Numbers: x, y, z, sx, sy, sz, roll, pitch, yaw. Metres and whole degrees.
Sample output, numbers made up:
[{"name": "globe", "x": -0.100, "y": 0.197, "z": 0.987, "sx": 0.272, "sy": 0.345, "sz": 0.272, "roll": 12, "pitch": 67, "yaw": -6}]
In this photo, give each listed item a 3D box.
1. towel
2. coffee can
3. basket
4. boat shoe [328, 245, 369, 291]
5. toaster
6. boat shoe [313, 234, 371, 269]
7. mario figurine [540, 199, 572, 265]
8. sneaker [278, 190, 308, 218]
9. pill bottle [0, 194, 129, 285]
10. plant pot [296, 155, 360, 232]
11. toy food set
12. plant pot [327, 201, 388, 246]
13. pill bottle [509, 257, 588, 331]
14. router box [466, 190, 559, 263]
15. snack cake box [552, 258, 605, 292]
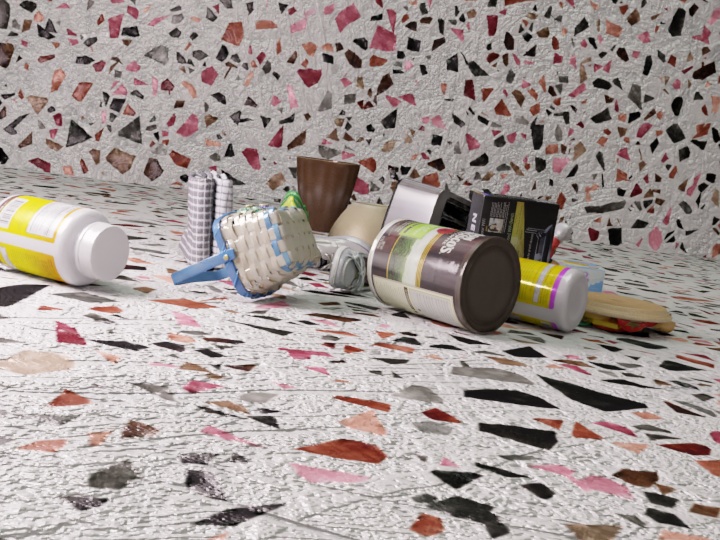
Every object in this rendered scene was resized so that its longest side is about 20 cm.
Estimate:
[{"name": "towel", "x": -0.285, "y": -0.097, "z": 1.741, "sx": 0.084, "sy": 0.168, "sz": 0.200, "roll": 0, "pitch": 9, "yaw": -15}, {"name": "coffee can", "x": 0.128, "y": 0.006, "z": 1.476, "sx": 0.145, "sy": 0.149, "sz": 0.199, "roll": 1, "pitch": 10, "yaw": -44}, {"name": "basket", "x": -0.174, "y": -0.023, "z": 1.466, "sx": 0.198, "sy": 0.141, "sz": 0.176, "roll": -26, "pitch": -4, "yaw": 17}, {"name": "boat shoe", "x": 0.000, "y": 0.002, "z": 1.666, "sx": 0.064, "sy": 0.076, "sz": 0.202, "roll": 12, "pitch": -1, "yaw": 20}, {"name": "toaster", "x": 0.125, "y": -0.070, "z": 1.794, "sx": 0.118, "sy": 0.183, "sz": 0.199, "roll": 17, "pitch": -1, "yaw": 41}, {"name": "boat shoe", "x": -0.074, "y": -0.034, "z": 1.883, "sx": 0.197, "sy": 0.073, "sz": 0.066, "roll": 13, "pitch": 36, "yaw": 1}, {"name": "mario figurine", "x": 0.364, "y": -0.032, "z": 1.859, "sx": 0.104, "sy": 0.203, "sz": 0.123, "roll": -11, "pitch": -8, "yaw": 2}, {"name": "sneaker", "x": -0.130, "y": -0.092, "z": 1.965, "sx": 0.073, "sy": 0.085, "sz": 0.201, "roll": 9, "pitch": -29, "yaw": 4}, {"name": "pill bottle", "x": -0.430, "y": -0.042, "z": 1.355, "sx": 0.198, "sy": 0.111, "sz": 0.109, "roll": 12, "pitch": 8, "yaw": 28}, {"name": "plant pot", "x": -0.103, "y": -0.215, "z": 2.709, "sx": 0.184, "sy": 0.203, "sz": 0.187, "roll": 7, "pitch": 7, "yaw": -1}, {"name": "toy food set", "x": 0.454, "y": 0.076, "z": 1.689, "sx": 0.196, "sy": 0.049, "sz": 0.199, "roll": 12, "pitch": 9, "yaw": 28}, {"name": "plant pot", "x": 0.020, "y": -0.073, "z": 2.011, "sx": 0.197, "sy": 0.136, "sz": 0.200, "roll": 7, "pitch": 7, "yaw": -1}, {"name": "pill bottle", "x": 0.275, "y": 0.032, "z": 1.597, "sx": 0.198, "sy": 0.106, "sz": 0.104, "roll": 14, "pitch": 9, "yaw": 35}, {"name": "router box", "x": 0.267, "y": -0.034, "z": 1.724, "sx": 0.155, "sy": 0.203, "sz": 0.052, "roll": 6, "pitch": 11, "yaw": -20}, {"name": "snack cake box", "x": 0.425, "y": 0.011, "z": 2.088, "sx": 0.197, "sy": 0.068, "sz": 0.115, "roll": 8, "pitch": 6, "yaw": -2}]
